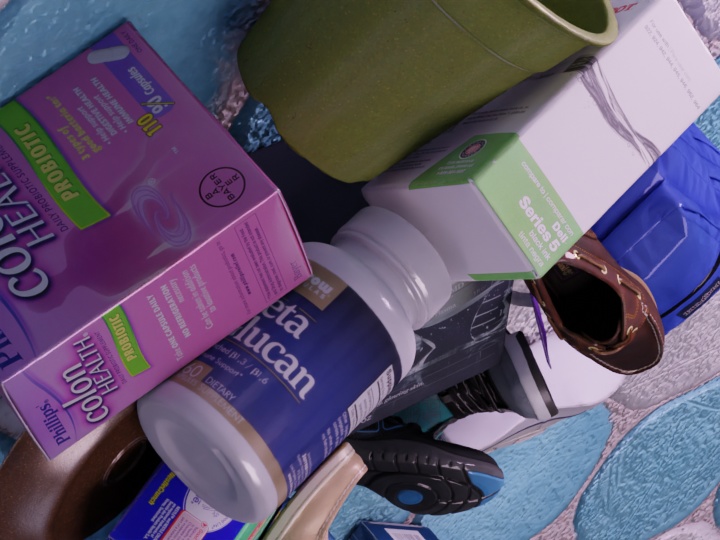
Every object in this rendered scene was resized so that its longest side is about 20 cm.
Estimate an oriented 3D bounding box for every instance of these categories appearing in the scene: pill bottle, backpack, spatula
[{"bbox_3d":[-0.036,0.053,1.534,0.200,0.111,0.111,-45,150,-24],"label":"pill bottle"},{"bbox_3d":[0.209,-0.035,1.866,0.162,0.168,0.200,-39,150,17],"label":"backpack"},{"bbox_3d":[0.109,0.015,1.811,0.020,0.200,0.057,-20,112,-10],"label":"spatula"}]

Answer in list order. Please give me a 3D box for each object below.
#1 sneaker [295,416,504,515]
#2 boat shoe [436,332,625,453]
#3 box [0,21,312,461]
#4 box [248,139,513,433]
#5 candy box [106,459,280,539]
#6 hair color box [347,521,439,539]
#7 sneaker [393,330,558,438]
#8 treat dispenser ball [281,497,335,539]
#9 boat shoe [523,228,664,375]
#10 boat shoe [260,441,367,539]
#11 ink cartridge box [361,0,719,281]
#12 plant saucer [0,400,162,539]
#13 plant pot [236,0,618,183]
[{"bbox_3d":[0.013,0.127,1.843,0.199,0.082,0.073,13,138,-8],"label":"sneaker"},{"bbox_3d":[0.134,0.110,2.051,0.199,0.071,0.070,-26,171,-30],"label":"boat shoe"},{"bbox_3d":[-0.164,-0.021,1.485,0.200,0.176,0.097,-35,146,-9],"label":"box"},{"bbox_3d":[0.000,0.000,1.729,0.199,0.124,0.197,-24,140,-26],"label":"box"},{"bbox_3d":[-0.110,0.171,1.656,0.169,0.077,0.200,-54,176,-29],"label":"candy box"},{"bbox_3d":[-0.009,0.312,2.122,0.100,0.061,0.200,13,118,-51],"label":"hair color box"},{"bbox_3d":[0.073,0.091,1.879,0.120,0.200,0.084,-26,102,-6],"label":"sneaker"},{"bbox_3d":[-0.101,0.260,1.840,0.200,0.201,0.201,-27,144,-22],"label":"treat dispenser ball"},{"bbox_3d":[0.161,0.025,1.717,0.070,0.071,0.200,-32,137,14],"label":"boat shoe"},{"bbox_3d":[-0.046,0.216,1.712,0.201,0.069,0.074,-56,177,3],"label":"boat shoe"},{"bbox_3d":[0.120,-0.087,1.590,0.200,0.145,0.084,-43,108,-22],"label":"ink cartridge box"},{"bbox_3d":[-0.163,0.113,1.579,0.200,0.037,0.201,-46,163,-18],"label":"plant saucer"},{"bbox_3d":[0.027,-0.159,1.545,0.190,0.201,0.200,-42,149,23],"label":"plant pot"}]
